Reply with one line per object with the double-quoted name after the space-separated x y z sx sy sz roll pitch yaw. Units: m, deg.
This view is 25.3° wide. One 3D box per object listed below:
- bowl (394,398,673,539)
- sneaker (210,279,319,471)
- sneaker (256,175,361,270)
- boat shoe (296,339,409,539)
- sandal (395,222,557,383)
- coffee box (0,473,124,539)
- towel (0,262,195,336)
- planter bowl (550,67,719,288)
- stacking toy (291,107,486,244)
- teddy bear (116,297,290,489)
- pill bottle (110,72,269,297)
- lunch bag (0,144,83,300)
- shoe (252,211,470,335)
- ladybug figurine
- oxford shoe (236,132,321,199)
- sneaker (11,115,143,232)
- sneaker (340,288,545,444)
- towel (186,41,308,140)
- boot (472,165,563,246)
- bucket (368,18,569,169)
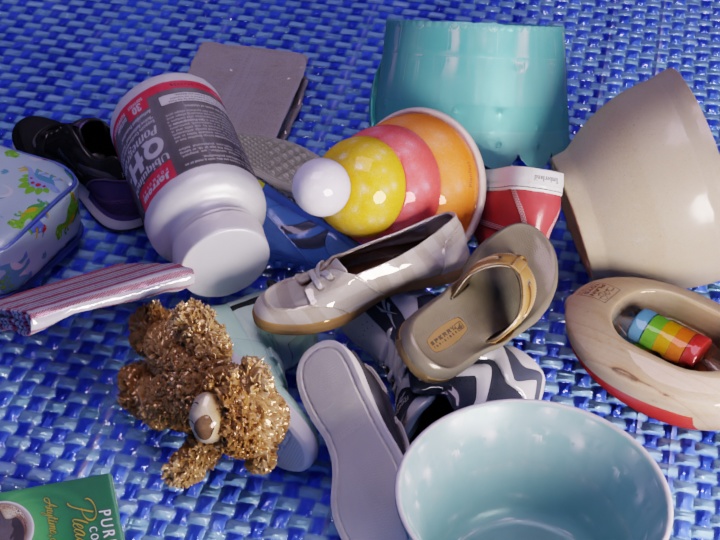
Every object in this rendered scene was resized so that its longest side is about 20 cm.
0.122 0.199 1.179 0.199 0.106 0.201 1 39 -1 "bowl"
-0.067 0.081 1.346 0.118 0.074 0.200 -21 45 -30 "sneaker"
-0.065 -0.024 1.500 0.199 0.066 0.079 31 87 15 "sneaker"
0.007 0.149 1.257 0.074 0.060 0.201 -35 59 17 "boat shoe"
0.105 0.021 1.312 0.080 0.054 0.200 46 49 8 "sandal"
-0.271 0.222 1.183 0.198 0.044 0.123 -10 40 -13 "coffee box"
-0.235 0.025 1.365 0.146 0.030 0.200 -18 8 -24 "towel"
0.253 -0.067 1.466 0.134 0.201 0.201 -19 39 4 "planter bowl"
0.006 -0.076 1.397 0.146 0.147 0.199 29 15 30 "stacking toy"
-0.139 0.095 1.272 0.066 0.146 0.200 13 24 -42 "teddy bear"
-0.148 -0.074 1.427 0.110 0.111 0.201 -12 48 -17 "pill bottle"
-0.374 -0.050 1.490 0.199 0.083 0.161 17 40 19 "lunch bag"
0.000 0.000 1.349 0.199 0.054 0.070 -18 32 -17 "shoe"
0.259 0.075 1.366 0.199 0.072 0.135 30 47 30 "ladybug figurine"
-0.113 -0.095 1.582 0.198 0.058 0.075 10 38 -14 "oxford shoe"
-0.272 -0.124 1.581 0.199 0.088 0.076 32 48 33 "sneaker"
0.041 0.088 1.334 0.198 0.080 0.129 32 38 19 "sneaker"
-0.133 -0.176 1.698 0.131 0.035 0.201 8 40 10 "towel"
0.121 -0.018 1.481 0.072 0.145 0.200 8 -1 -16 "boot"
0.108 -0.175 1.563 0.205 0.136 0.207 3 9 0 "bucket"
